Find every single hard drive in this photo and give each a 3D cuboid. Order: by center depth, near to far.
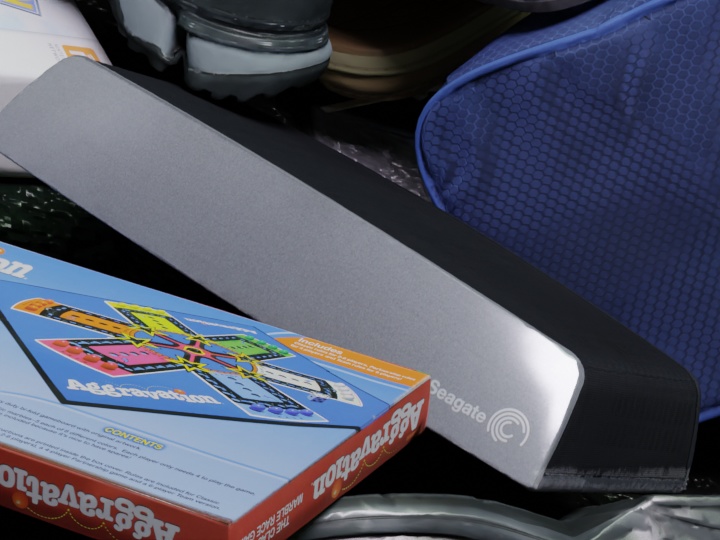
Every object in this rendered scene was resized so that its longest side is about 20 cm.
[{"bbox_3d":[0.000,0.000,0.855,0.200,0.042,0.135,32,9,24],"label":"hard drive"}]

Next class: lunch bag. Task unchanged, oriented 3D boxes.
[{"bbox_3d":[0.136,-0.046,0.921,0.136,0.200,0.132,66,31,-12],"label":"lunch bag"}]

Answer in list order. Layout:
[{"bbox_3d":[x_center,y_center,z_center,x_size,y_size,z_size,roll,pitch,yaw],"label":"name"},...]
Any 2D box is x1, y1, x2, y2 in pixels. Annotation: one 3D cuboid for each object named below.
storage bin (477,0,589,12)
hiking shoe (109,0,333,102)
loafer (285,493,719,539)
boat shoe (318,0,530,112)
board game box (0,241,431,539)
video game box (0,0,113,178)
[{"bbox_3d":[0.022,-0.170,0.935,0.200,0.094,0.135,18,52,42],"label":"storage bin"},{"bbox_3d":[-0.081,-0.133,0.915,0.200,0.087,0.074,30,27,20],"label":"hiking shoe"},{"bbox_3d":[0.029,0.096,0.769,0.200,0.073,0.072,1,81,-12],"label":"loafer"},{"bbox_3d":[0.034,-0.095,1.052,0.073,0.063,0.200,18,29,19],"label":"boat shoe"},{"bbox_3d":[-0.093,0.025,0.767,0.200,0.019,0.103,17,27,25],"label":"board game box"},{"bbox_3d":[-0.193,-0.108,0.928,0.182,0.047,0.200,4,38,-36],"label":"video game box"}]
